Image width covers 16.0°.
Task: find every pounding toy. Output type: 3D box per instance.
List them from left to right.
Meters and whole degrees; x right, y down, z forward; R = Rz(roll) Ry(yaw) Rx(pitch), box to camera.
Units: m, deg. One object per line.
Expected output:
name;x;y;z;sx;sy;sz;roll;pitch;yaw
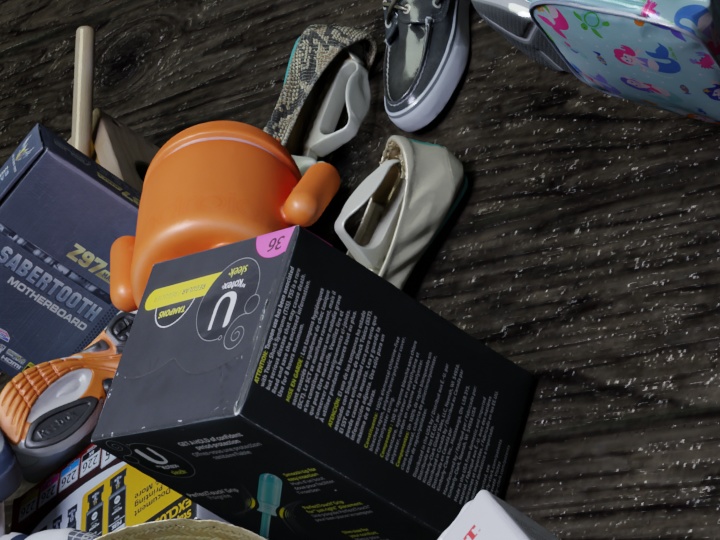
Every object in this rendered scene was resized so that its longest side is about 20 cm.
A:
pounding toy;-0.202;-0.039;1.940;0.200;0.142;0.184;-48;32;15

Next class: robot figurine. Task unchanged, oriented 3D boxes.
robot figurine;-0.092;-0.024;1.722;0.144;0.116;0.200;-58;18;32

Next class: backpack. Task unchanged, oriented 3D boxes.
backpack;0.177;-0.176;1.465;0.200;0.178;0.151;27;81;35

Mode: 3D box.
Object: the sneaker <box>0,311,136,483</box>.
sneaker;-0.168;0.082;1.805;0.076;0.200;0.092;56;157;22

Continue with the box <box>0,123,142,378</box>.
box;-0.197;0.013;1.829;0.158;0.200;0.051;-49;26;11

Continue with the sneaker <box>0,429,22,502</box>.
sneaker;-0.294;0.089;1.731;0.070;0.082;0.200;-28;38;-20

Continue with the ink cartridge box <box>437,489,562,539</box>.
ink cartridge box;0.086;0.231;1.342;0.145;0.084;0.200;-53;32;6

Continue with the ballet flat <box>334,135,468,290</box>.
ballet flat;0.000;0.000;1.695;0.069;0.069;0.200;10;70;57

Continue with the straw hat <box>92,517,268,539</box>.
straw hat;-0.104;0.245;1.587;0.201;0.201;0.085;-55;-7;4

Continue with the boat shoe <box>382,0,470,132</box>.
boat shoe;0.042;-0.190;1.818;0.069;0.057;0.200;-22;45;44

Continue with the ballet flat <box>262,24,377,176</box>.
ballet flat;-0.036;-0.093;1.841;0.075;0.068;0.200;2;60;37

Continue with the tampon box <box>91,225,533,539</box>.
tampon box;-0.027;0.082;1.526;0.150;0.200;0.127;-13;51;48

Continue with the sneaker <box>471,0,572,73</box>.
sneaker;0.154;-0.173;1.644;0.200;0.070;0.080;11;66;49

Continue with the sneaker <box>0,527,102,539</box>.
sneaker;-0.183;0.263;1.639;0.080;0.201;0.076;-5;13;20

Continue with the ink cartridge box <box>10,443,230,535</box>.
ink cartridge box;-0.143;0.191;1.704;0.200;0.084;0.176;-37;37;30

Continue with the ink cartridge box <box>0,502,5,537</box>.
ink cartridge box;-0.273;0.232;1.769;0.163;0.057;0.200;-105;24;-58
